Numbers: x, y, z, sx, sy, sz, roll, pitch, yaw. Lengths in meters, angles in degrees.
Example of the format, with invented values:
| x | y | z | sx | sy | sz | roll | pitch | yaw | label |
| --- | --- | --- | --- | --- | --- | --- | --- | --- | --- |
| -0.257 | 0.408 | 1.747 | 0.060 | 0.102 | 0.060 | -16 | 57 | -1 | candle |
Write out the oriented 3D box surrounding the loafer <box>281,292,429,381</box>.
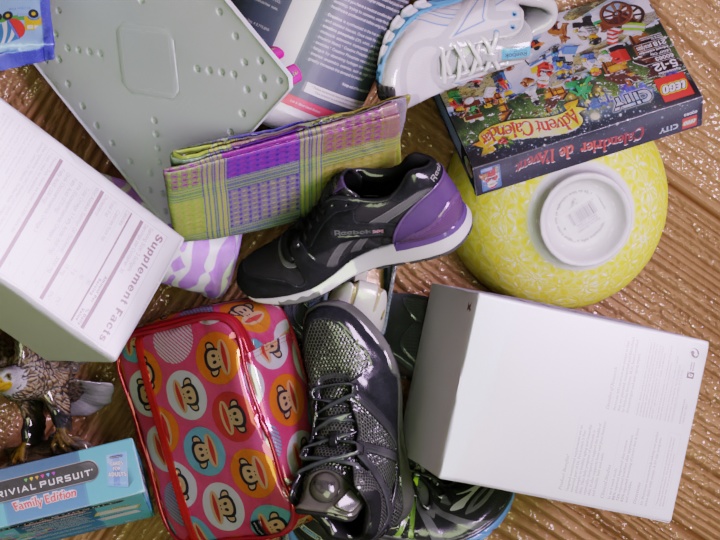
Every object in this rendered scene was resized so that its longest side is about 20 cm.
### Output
| x | y | z | sx | sy | sz | roll | pitch | yaw | label |
| --- | --- | --- | --- | --- | --- | --- | --- | --- | --- |
| 0.020 | 0.056 | 1.724 | 0.199 | 0.063 | 0.072 | 15 | 70 | -17 | loafer |

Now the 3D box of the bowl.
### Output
| x | y | z | sx | sy | sz | roll | pitch | yaw | label |
| --- | --- | --- | --- | --- | --- | --- | --- | --- | --- |
| 0.178 | -0.053 | 1.691 | 0.199 | 0.108 | 0.201 | -2 | 103 | -10 | bowl |

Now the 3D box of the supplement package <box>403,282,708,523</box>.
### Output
| x | y | z | sx | sy | sz | roll | pitch | yaw | label |
| --- | --- | --- | --- | --- | --- | --- | --- | --- | --- |
| 0.154 | 0.105 | 1.641 | 0.199 | 0.151 | 0.152 | 12 | 91 | -13 | supplement package |

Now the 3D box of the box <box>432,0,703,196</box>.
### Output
| x | y | z | sx | sy | sz | roll | pitch | yaw | label |
| --- | --- | --- | --- | --- | --- | --- | --- | --- | --- |
| 0.166 | -0.150 | 1.654 | 0.199 | 0.137 | 0.038 | -18 | 142 | -5 | box |

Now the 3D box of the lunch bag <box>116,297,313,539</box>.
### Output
| x | y | z | sx | sy | sz | roll | pitch | yaw | label |
| --- | --- | --- | --- | --- | --- | --- | --- | --- | --- |
| -0.123 | 0.128 | 1.667 | 0.176 | 0.082 | 0.201 | -12 | 96 | 38 | lunch bag |

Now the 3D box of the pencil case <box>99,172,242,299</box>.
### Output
| x | y | z | sx | sy | sz | roll | pitch | yaw | label |
| --- | --- | --- | --- | --- | --- | --- | --- | --- | --- |
| -0.193 | -0.040 | 1.649 | 0.199 | 0.084 | 0.086 | 18 | 78 | -14 | pencil case |

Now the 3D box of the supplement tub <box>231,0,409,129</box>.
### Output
| x | y | z | sx | sy | sz | roll | pitch | yaw | label |
| --- | --- | --- | --- | --- | --- | --- | --- | --- | --- |
| -0.037 | -0.213 | 1.600 | 0.140 | 0.140 | 0.201 | 23 | 99 | -14 | supplement tub |

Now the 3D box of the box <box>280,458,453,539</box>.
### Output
| x | y | z | sx | sy | sz | roll | pitch | yaw | label |
| --- | --- | --- | --- | --- | --- | --- | --- | --- | --- |
| 0.011 | 0.241 | 1.764 | 0.160 | 0.044 | 0.201 | -14 | 105 | -6 | box |

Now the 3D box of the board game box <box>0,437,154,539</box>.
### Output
| x | y | z | sx | sy | sz | roll | pitch | yaw | label |
| --- | --- | --- | --- | --- | --- | --- | --- | --- | --- |
| -0.250 | 0.187 | 1.629 | 0.150 | 0.200 | 0.047 | -13 | 79 | -7 | board game box |

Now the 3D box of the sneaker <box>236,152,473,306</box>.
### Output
| x | y | z | sx | sy | sz | roll | pitch | yaw | label |
| --- | --- | --- | --- | --- | --- | --- | --- | --- | --- |
| -0.018 | -0.042 | 1.586 | 0.199 | 0.076 | 0.088 | -20 | 129 | 15 | sneaker |

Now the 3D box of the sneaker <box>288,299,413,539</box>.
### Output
| x | y | z | sx | sy | sz | roll | pitch | yaw | label |
| --- | --- | --- | --- | --- | --- | --- | --- | --- | --- |
| -0.014 | 0.127 | 1.593 | 0.076 | 0.114 | 0.200 | -5 | 102 | 22 | sneaker |

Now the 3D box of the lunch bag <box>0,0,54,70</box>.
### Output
| x | y | z | sx | sy | sz | roll | pitch | yaw | label |
| --- | --- | --- | --- | --- | --- | --- | --- | --- | --- |
| -0.312 | -0.208 | 1.520 | 0.150 | 0.200 | 0.094 | -6 | 140 | -8 | lunch bag |

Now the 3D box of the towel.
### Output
| x | y | z | sx | sy | sz | roll | pitch | yaw | label |
| --- | --- | --- | --- | --- | --- | --- | --- | --- | --- |
| -0.056 | -0.077 | 1.569 | 0.199 | 0.144 | 0.023 | -15 | 66 | -8 | towel |

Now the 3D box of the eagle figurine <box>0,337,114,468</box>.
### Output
| x | y | z | sx | sy | sz | roll | pitch | yaw | label |
| --- | --- | --- | --- | --- | --- | --- | --- | --- | --- |
| -0.283 | 0.065 | 1.626 | 0.151 | 0.151 | 0.201 | -21 | 93 | -23 | eagle figurine |

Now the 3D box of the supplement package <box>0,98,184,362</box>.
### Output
| x | y | z | sx | sy | sz | roll | pitch | yaw | label |
| --- | --- | --- | --- | --- | --- | --- | --- | --- | --- |
| -0.257 | -0.030 | 1.500 | 0.200 | 0.117 | 0.118 | 39 | 67 | -29 | supplement package |

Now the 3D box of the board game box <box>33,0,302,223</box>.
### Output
| x | y | z | sx | sy | sz | roll | pitch | yaw | label |
| --- | --- | --- | --- | --- | --- | --- | --- | --- | --- |
| -0.160 | -0.167 | 1.561 | 0.200 | 0.026 | 0.200 | 51 | 131 | 5 | board game box |

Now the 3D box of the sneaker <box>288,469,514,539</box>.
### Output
| x | y | z | sx | sy | sz | roll | pitch | yaw | label |
| --- | --- | --- | --- | --- | --- | --- | --- | --- | --- |
| 0.035 | 0.197 | 1.698 | 0.199 | 0.071 | 0.083 | -6 | 110 | -5 | sneaker |

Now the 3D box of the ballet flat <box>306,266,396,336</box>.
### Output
| x | y | z | sx | sy | sz | roll | pitch | yaw | label |
| --- | --- | --- | --- | --- | --- | --- | --- | --- | --- |
| 0.000 | 0.000 | 1.656 | 0.074 | 0.074 | 0.201 | 10 | 76 | -12 | ballet flat |

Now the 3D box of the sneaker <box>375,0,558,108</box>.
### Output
| x | y | z | sx | sy | sz | roll | pitch | yaw | label |
| --- | --- | --- | --- | --- | --- | --- | --- | --- | --- |
| 0.090 | -0.184 | 1.601 | 0.200 | 0.086 | 0.075 | -42 | 142 | -38 | sneaker |
